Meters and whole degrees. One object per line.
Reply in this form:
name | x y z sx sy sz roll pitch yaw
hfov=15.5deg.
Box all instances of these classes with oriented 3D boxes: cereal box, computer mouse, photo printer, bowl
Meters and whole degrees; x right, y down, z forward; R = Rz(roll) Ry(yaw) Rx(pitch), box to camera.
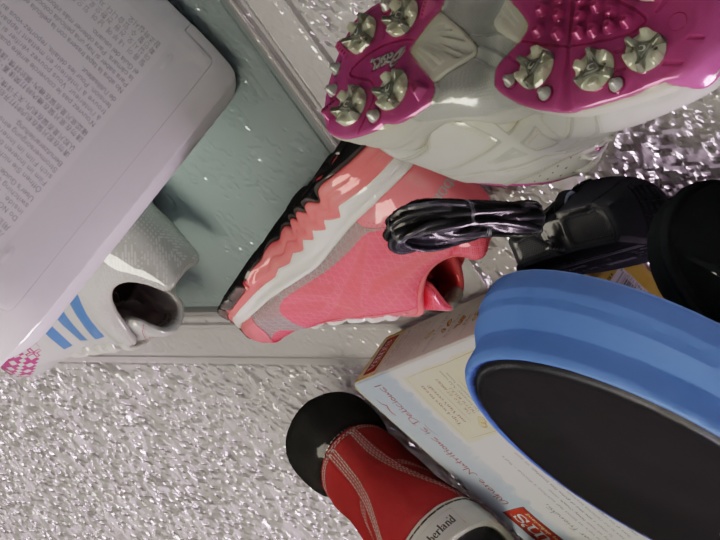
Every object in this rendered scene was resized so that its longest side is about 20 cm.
cereal box | 0.102 0.067 1.213 0.144 0.040 0.200 43 151 -14
computer mouse | 0.067 -0.022 1.024 0.058 0.034 0.200 -15 170 28
photo printer | -0.169 -0.064 1.151 0.166 0.200 0.069 42 150 -13
bowl | 0.131 0.071 1.062 0.200 0.039 0.201 28 163 9

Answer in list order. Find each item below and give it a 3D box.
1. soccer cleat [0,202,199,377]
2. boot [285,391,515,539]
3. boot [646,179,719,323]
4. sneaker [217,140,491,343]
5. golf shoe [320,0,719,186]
soccer cleat | -0.140 0.021 1.373 0.086 0.070 0.200 36 150 1
boot | 0.034 0.138 1.378 0.144 0.072 0.200 41 171 36
boot | 0.223 0.016 0.981 0.198 0.073 0.162 40 150 -10
sneaker | 0.000 0.000 1.193 0.087 0.074 0.200 37 151 -4
golf shoe | 0.078 -0.074 1.024 0.200 0.076 0.091 -3 153 47
